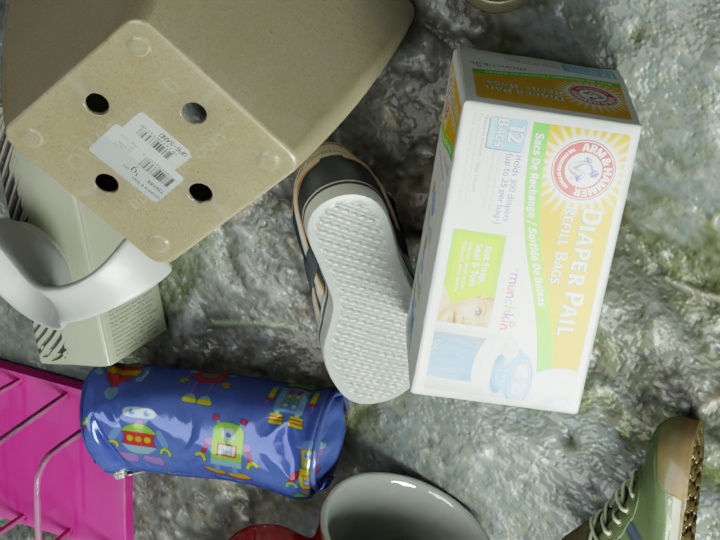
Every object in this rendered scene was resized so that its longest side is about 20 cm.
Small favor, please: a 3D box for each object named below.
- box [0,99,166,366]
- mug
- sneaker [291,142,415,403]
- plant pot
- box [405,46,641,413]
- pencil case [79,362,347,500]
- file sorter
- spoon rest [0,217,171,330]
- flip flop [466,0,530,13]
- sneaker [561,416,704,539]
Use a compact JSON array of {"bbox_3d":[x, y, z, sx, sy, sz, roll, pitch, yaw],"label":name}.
[{"bbox_3d":[-0.206,-0.035,1.317,0.068,0.082,0.201,0,108,29],"label":"box"},{"bbox_3d":[-0.017,0.252,1.303,0.177,0.133,0.200,30,125,10],"label":"mug"},{"bbox_3d":[0.000,0.000,1.230,0.078,0.080,0.200,-12,132,-3],"label":"sneaker"},{"bbox_3d":[-0.111,-0.128,1.133,0.200,0.177,0.200,-34,116,33],"label":"plant pot"},{"bbox_3d":[0.098,-0.026,1.126,0.112,0.101,0.201,7,115,-3],"label":"box"},{"bbox_3d":[-0.108,0.117,1.308,0.199,0.078,0.087,5,95,16],"label":"pencil case"},{"bbox_3d":[-0.296,0.161,1.412,0.199,0.125,0.140,13,114,23],"label":"file sorter"},{"bbox_3d":[-0.212,0.003,1.222,0.200,0.061,0.099,-2,130,50],"label":"spoon rest"},{"bbox_3d":[0.037,-0.241,1.108,0.081,0.058,0.200,-41,89,10],"label":"flip flop"},{"bbox_3d":[0.177,0.186,1.207,0.090,0.067,0.201,9,116,19],"label":"sneaker"}]
